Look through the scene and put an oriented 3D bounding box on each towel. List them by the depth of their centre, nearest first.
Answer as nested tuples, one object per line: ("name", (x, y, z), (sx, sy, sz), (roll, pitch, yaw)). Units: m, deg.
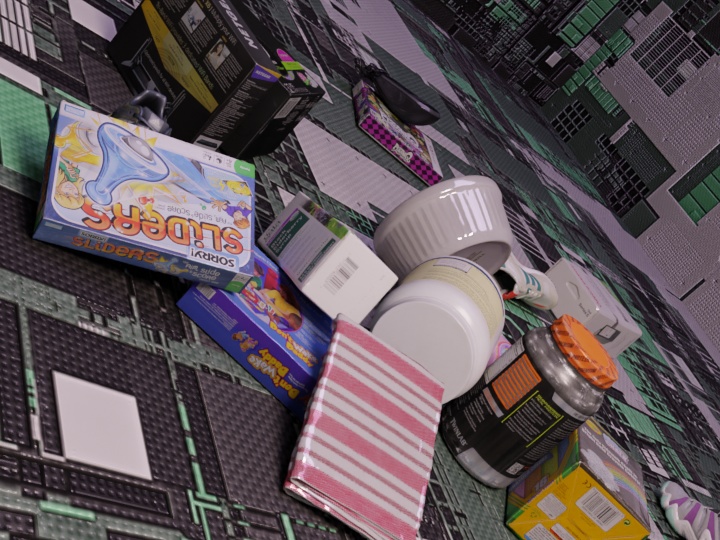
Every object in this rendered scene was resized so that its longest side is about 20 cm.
("towel", (0.008, 0.153, 0.948), (0.146, 0.030, 0.202), (36, 46, -22))

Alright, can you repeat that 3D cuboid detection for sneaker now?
("sneaker", (-0.232, -0.121, 1.005), (0.073, 0.081, 0.201), (32, 26, -32))
("sneaker", (0.560, 0.384, 1.540), (0.077, 0.140, 0.201), (27, 28, -39))
("sneaker", (0.277, 0.029, 1.773), (0.199, 0.070, 0.094), (39, 39, -25))

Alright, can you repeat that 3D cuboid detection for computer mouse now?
("computer mouse", (0.070, -0.339, 1.958), (0.199, 0.053, 0.138), (40, 14, 20))

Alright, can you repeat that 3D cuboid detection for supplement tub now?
("supplement tub", (0.199, 0.153, 1.178), (0.122, 0.200, 0.123), (39, 22, -19))
("supplement tub", (0.092, 0.072, 1.198), (0.145, 0.145, 0.200), (46, 20, 2))

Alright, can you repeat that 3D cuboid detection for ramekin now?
("ramekin", (0.123, -0.037, 1.399), (0.201, 0.201, 0.095), (14, 46, -54))

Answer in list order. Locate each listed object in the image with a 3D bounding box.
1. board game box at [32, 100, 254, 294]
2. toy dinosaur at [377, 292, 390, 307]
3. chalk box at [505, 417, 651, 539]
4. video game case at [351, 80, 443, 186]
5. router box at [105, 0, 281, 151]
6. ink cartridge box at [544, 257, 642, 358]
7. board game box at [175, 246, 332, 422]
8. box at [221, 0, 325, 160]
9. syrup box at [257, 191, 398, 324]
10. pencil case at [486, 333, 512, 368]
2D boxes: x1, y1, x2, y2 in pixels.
("board game box", (-0.194, -0.066, 0.923), (0.198, 0.034, 0.137), (16, 52, -27))
("toy dinosaur", (0.000, 0.000, 1.296), (0.088, 0.048, 0.199), (50, 16, 28))
("chalk box", (0.262, 0.262, 1.215), (0.124, 0.124, 0.200), (43, 20, -4))
("video game case", (0.070, -0.266, 1.930), (0.199, 0.036, 0.182), (38, 21, -23))
("router box", (-0.205, -0.252, 1.195), (0.052, 0.157, 0.201), (8, 43, -58))
("ink cartridge box", (0.454, 0.077, 1.983), (0.199, 0.084, 0.146), (24, 30, -47))
("board game box", (-0.082, 0.063, 1.015), (0.200, 0.045, 0.135), (44, 21, -8))
("box", (-0.171, -0.265, 1.330), (0.200, 0.124, 0.148), (47, 19, 4))
("syrup box", (-0.041, -0.014, 1.089), (0.081, 0.079, 0.200), (43, -1, -26))
("pencil case", (0.150, 0.099, 1.344), (0.201, 0.087, 0.087), (55, 22, 22))
